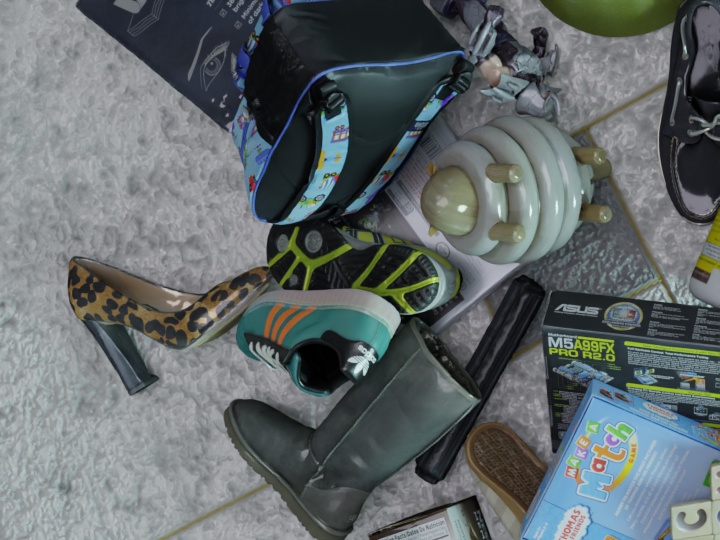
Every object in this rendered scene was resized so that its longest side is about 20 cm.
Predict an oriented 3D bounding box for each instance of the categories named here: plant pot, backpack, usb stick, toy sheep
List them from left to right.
[{"bbox_3d":[-0.026,-0.137,1.400,0.135,0.182,0.200,57,140,26],"label":"backpack"},{"bbox_3d":[0.105,0.095,1.458,0.032,0.055,0.201,28,97,0],"label":"usb stick"},{"bbox_3d":[0.136,-0.069,1.399,0.138,0.199,0.139,20,113,56],"label":"toy sheep"},{"bbox_3d":[0.202,-0.302,1.363,0.186,0.200,0.189,-1,88,17],"label":"plant pot"}]

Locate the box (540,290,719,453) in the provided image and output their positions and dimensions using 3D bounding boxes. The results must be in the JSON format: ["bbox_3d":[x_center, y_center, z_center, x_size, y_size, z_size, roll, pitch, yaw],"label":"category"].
[{"bbox_3d":[0.253,0.097,1.365,0.198,0.044,0.161,6,134,18],"label":"box"}]

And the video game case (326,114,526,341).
[{"bbox_3d":[0.035,-0.040,1.502,0.181,0.023,0.201,-39,79,12],"label":"video game case"}]

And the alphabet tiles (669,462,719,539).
[{"bbox_3d":[0.350,0.216,1.337,0.198,0.006,0.168,-8,119,0],"label":"alphabet tiles"}]

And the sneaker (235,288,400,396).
[{"bbox_3d":[-0.053,0.067,1.435,0.199,0.071,0.080,-11,44,51],"label":"sneaker"}]

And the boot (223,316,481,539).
[{"bbox_3d":[-0.011,0.119,1.463,0.182,0.072,0.201,44,114,19],"label":"boot"}]

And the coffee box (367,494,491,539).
[{"bbox_3d":[0.086,0.304,1.427,0.079,0.113,0.201,-21,81,16],"label":"coffee box"}]

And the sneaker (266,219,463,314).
[{"bbox_3d":[0.000,0.000,1.467,0.199,0.076,0.076,20,98,35],"label":"sneaker"}]

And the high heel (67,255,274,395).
[{"bbox_3d":[-0.183,0.010,1.541,0.199,0.071,0.143,-34,85,23],"label":"high heel"}]

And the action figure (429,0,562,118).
[{"bbox_3d":[0.114,-0.207,1.432,0.069,0.130,0.201,-40,67,14],"label":"action figure"}]

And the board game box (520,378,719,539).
[{"bbox_3d":[0.252,0.194,1.366,0.199,0.037,0.152,22,115,-1],"label":"board game box"}]

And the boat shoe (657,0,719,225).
[{"bbox_3d":[0.286,-0.136,1.394,0.072,0.063,0.202,3,99,14],"label":"boat shoe"}]

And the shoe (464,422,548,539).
[{"bbox_3d":[0.163,0.216,1.443,0.070,0.053,0.200,-36,81,-16],"label":"shoe"}]

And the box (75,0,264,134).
[{"bbox_3d":[-0.114,-0.256,1.506,0.200,0.117,0.197,39,100,14],"label":"box"}]

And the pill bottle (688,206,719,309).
[{"bbox_3d":[0.354,-0.053,1.355,0.109,0.109,0.201,23,96,17],"label":"pill bottle"}]
